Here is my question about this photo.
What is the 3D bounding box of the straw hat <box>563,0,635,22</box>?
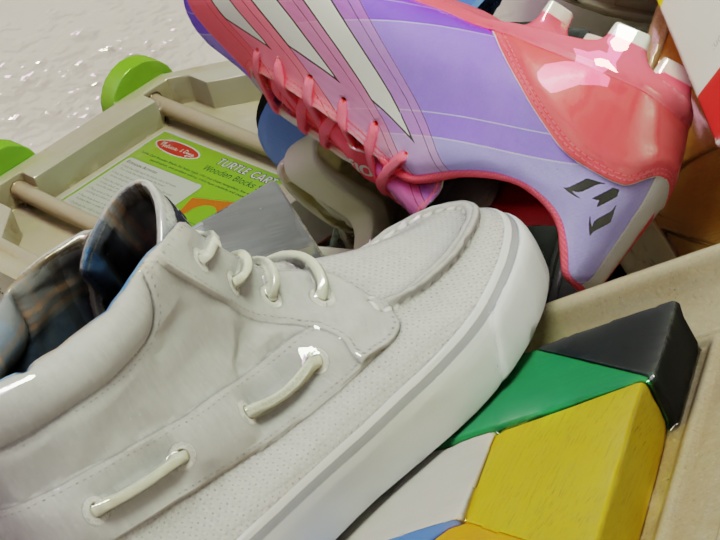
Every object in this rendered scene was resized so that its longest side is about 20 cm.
[{"bbox_3d":[0.101,-0.147,1.138,0.085,0.201,0.201,-49,16,33],"label":"straw hat"}]

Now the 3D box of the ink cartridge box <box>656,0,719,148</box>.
[{"bbox_3d":[0.149,-0.080,0.864,0.067,0.116,0.200,-51,36,31],"label":"ink cartridge box"}]

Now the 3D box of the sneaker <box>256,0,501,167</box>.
[{"bbox_3d":[-0.005,-0.093,1.050,0.078,0.070,0.200,35,29,5],"label":"sneaker"}]

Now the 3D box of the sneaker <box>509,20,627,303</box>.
[{"bbox_3d":[0.062,-0.022,1.012,0.104,0.060,0.200,-12,37,30],"label":"sneaker"}]

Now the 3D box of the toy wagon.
[{"bbox_3d":[-0.050,-0.041,1.109,0.200,0.040,0.155,-34,36,-27],"label":"toy wagon"}]

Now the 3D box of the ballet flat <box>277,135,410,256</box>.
[{"bbox_3d":[0.000,0.000,0.937,0.069,0.071,0.200,-32,35,55],"label":"ballet flat"}]

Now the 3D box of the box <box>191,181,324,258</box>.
[{"bbox_3d":[-0.117,0.056,0.875,0.158,0.048,0.200,-32,2,-39],"label":"box"}]

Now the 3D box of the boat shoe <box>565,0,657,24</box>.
[{"bbox_3d":[0.149,-0.101,1.020,0.200,0.063,0.071,12,41,-36],"label":"boat shoe"}]

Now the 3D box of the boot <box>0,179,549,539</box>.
[{"bbox_3d":[-0.027,0.013,0.756,0.074,0.096,0.200,-13,24,41],"label":"boot"}]

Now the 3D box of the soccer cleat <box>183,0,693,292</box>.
[{"bbox_3d":[0.011,-0.052,0.890,0.200,0.067,0.077,19,81,39],"label":"soccer cleat"}]

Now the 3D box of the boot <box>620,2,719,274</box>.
[{"bbox_3d":[0.143,-0.009,0.897,0.144,0.071,0.201,13,58,3],"label":"boot"}]

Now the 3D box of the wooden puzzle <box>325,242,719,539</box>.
[{"bbox_3d":[0.018,0.068,0.744,0.185,0.037,0.200,-20,25,24],"label":"wooden puzzle"}]
